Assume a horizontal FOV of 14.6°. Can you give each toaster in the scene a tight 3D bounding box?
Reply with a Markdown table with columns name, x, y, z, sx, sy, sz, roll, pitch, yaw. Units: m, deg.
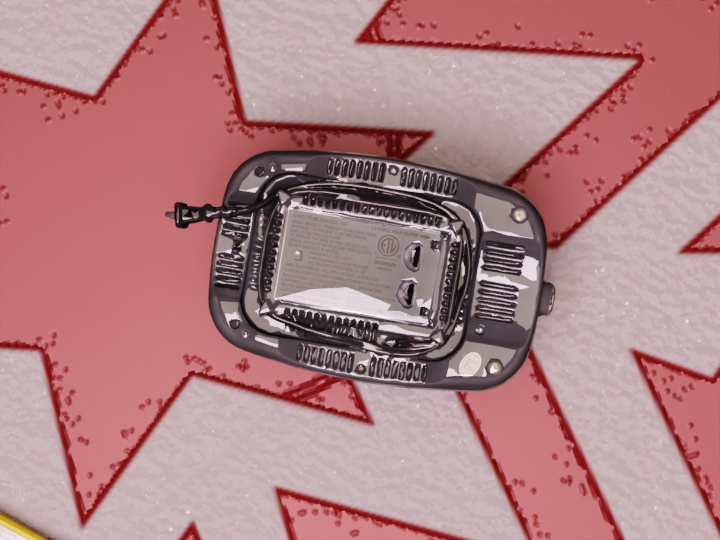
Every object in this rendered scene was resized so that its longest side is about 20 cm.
| name | x | y | z | sx | sy | sz | roll | pitch | yaw |
| --- | --- | --- | --- | --- | --- | --- | --- | --- | --- |
| toaster | 0.000 | 0.000 | 1.461 | 0.200 | 0.129 | 0.114 | 8 | 88 | 1 |

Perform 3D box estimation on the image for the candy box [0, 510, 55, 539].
| name | x | y | z | sx | sy | sz | roll | pitch | yaw |
| --- | --- | --- | --- | --- | --- | --- | --- | --- | --- |
| candy box | -0.205 | 0.181 | 1.513 | 0.200 | 0.026 | 0.102 | 29 | 87 | 1 |
